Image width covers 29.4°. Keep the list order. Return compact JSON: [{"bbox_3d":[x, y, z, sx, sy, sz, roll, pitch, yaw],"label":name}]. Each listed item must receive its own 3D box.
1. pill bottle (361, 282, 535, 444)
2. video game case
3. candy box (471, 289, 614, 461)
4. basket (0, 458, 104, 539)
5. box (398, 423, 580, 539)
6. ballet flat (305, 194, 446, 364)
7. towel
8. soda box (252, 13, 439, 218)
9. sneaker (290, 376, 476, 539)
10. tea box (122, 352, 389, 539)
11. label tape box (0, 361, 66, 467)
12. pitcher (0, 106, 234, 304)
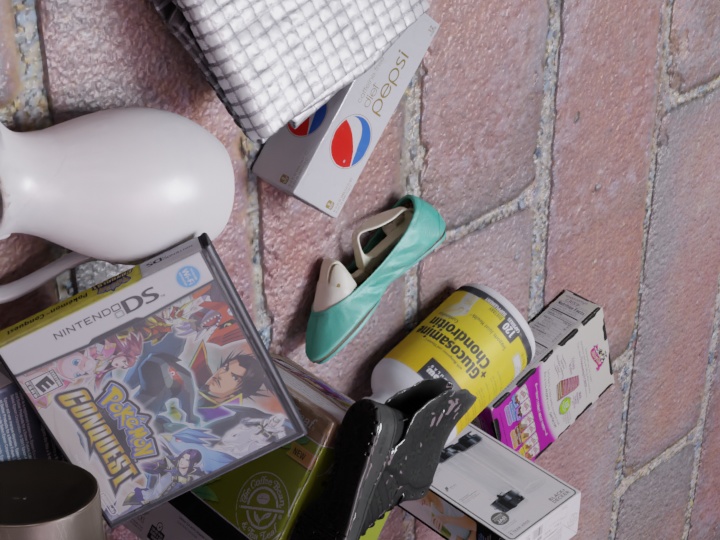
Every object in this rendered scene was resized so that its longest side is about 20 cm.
[{"bbox_3d":[0.083,0.114,1.444,0.200,0.112,0.112,-42,136,-22],"label":"pill bottle"},{"bbox_3d":[-0.160,0.091,1.078,0.180,0.026,0.201,-26,121,-2],"label":"video game case"},{"bbox_3d":[0.212,0.137,1.633,0.200,0.061,0.137,-39,135,-24],"label":"candy box"},{"bbox_3d":[-0.255,0.259,1.056,0.180,0.135,0.201,-76,169,-73],"label":"basket"},{"bbox_3d":[0.127,0.242,1.498,0.116,0.200,0.060,-28,132,-35],"label":"box"},{"bbox_3d":[0.000,0.000,1.342,0.200,0.067,0.070,-46,114,-17],"label":"ballet flat"},{"bbox_3d":[-0.061,-0.218,1.097,0.200,0.085,0.166,-43,118,-22],"label":"towel"},{"bbox_3d":[-0.014,-0.154,1.228,0.068,0.064,0.201,28,90,-50],"label":"soda box"},{"bbox_3d":[0.018,0.179,1.145,0.104,0.060,0.201,20,92,-44],"label":"sneaker"},{"bbox_3d":[-0.087,0.190,1.241,0.133,0.200,0.198,22,94,-49],"label":"tea box"},{"bbox_3d":[-0.279,0.135,1.115,0.199,0.063,0.145,-26,128,-34],"label":"label tape box"},{"bbox_3d":[-0.210,-0.046,1.058,0.199,0.121,0.172,-1,131,-35],"label":"pitcher"}]
